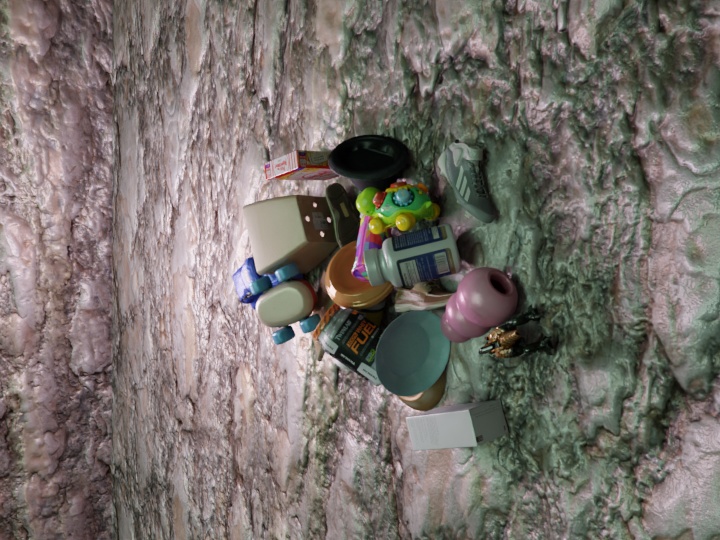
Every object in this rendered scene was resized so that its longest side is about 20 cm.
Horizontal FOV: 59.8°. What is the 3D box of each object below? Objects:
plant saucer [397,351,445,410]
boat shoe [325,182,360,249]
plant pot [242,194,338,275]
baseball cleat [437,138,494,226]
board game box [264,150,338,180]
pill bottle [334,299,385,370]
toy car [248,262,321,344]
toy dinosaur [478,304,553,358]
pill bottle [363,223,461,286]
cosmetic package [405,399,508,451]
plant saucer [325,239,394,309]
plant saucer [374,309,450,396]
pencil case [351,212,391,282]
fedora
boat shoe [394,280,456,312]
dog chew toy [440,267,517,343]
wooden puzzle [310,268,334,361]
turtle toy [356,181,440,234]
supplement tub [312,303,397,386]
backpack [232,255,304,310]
[{"bbox_3d":[0.122,0.246,1.524,0.200,0.035,0.201,9,102,49],"label":"plant saucer"},{"bbox_3d":[-0.039,-0.131,1.656,0.075,0.075,0.203,170,86,-84],"label":"boat shoe"},{"bbox_3d":[-0.175,-0.112,1.721,0.177,0.200,0.201,-23,77,37],"label":"plant pot"},{"bbox_3d":[0.233,-0.194,1.315,0.200,0.070,0.107,58,133,26],"label":"baseball cleat"},{"bbox_3d":[-0.124,-0.271,1.623,0.151,0.200,0.046,-7,90,50],"label":"board game box"},{"bbox_3d":[-0.009,0.151,1.607,0.111,0.111,0.200,34,118,42],"label":"pill bottle"},{"bbox_3d":[-0.178,0.076,1.736,0.177,0.200,0.185,-24,93,23],"label":"toy car"},{"bbox_3d":[0.298,0.141,1.223,0.200,0.135,0.102,-92,-17,-83],"label":"toy dinosaur"},{"bbox_3d":[0.113,-0.027,1.369,0.199,0.111,0.111,-14,82,7],"label":"pill bottle"},{"bbox_3d":[0.209,0.341,1.376,0.200,0.113,0.081,-25,76,46],"label":"cosmetic package"},{"bbox_3d":[0.000,0.000,1.543,0.200,0.037,0.201,-12,56,19],"label":"plant saucer"},{"bbox_3d":[0.111,0.183,1.411,0.039,0.201,0.202,21,110,59],"label":"plant saucer"},{"bbox_3d":[0.028,-0.072,1.500,0.088,0.088,0.200,-32,44,46],"label":"pencil case"},{"bbox_3d":[0.022,-0.246,1.514,0.200,0.200,0.092,37,151,40],"label":"fedora"},{"bbox_3d":[0.150,0.057,1.441,0.200,0.076,0.072,-8,85,47],"label":"boat shoe"},{"bbox_3d":[0.237,0.083,1.309,0.125,0.124,0.200,62,140,24],"label":"dog chew toy"},{"bbox_3d":[-0.092,0.122,1.722,0.200,0.046,0.186,-111,36,-56],"label":"wooden puzzle"},{"bbox_3d":[0.076,-0.147,1.421,0.200,0.146,0.101,-3,104,39],"label":"turtle toy"},{"bbox_3d":[-0.006,0.173,1.485,0.200,0.123,0.123,33,124,5],"label":"supplement tub"},{"bbox_3d":[-0.270,0.017,1.857,0.200,0.168,0.163,-37,74,41],"label":"backpack"}]
